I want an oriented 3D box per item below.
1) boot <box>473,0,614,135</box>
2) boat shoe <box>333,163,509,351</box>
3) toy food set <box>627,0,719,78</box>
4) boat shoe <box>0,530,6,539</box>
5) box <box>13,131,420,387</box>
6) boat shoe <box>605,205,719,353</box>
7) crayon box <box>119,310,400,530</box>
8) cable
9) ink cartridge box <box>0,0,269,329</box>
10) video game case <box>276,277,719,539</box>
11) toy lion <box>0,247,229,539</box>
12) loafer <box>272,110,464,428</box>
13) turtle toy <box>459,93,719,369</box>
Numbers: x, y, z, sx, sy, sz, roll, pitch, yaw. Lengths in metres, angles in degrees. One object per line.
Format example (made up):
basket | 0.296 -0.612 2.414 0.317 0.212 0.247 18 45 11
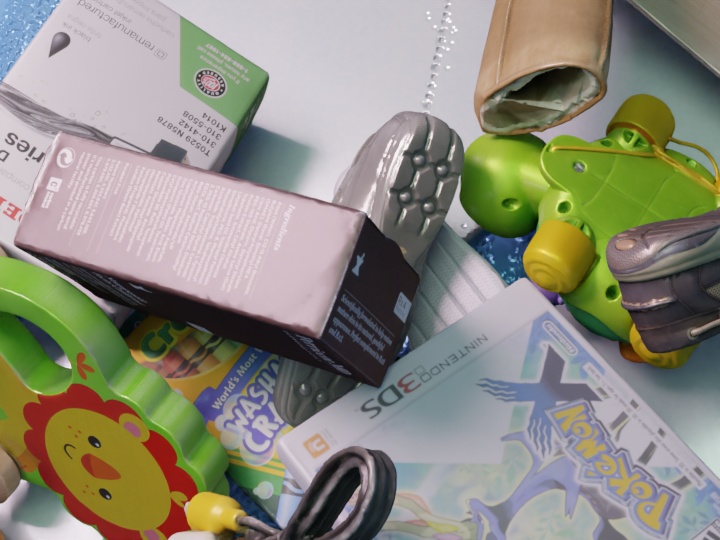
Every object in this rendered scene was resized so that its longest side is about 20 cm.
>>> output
boot | 0.097 -0.176 0.852 0.066 0.175 0.202 26 61 -25
boat shoe | 0.055 0.011 0.845 0.072 0.071 0.201 -35 62 11
toy food set | 0.246 -0.200 0.900 0.200 0.060 0.144 43 82 13
boat shoe | -0.292 0.165 0.870 0.199 0.063 0.073 40 64 18
box | -0.078 -0.006 0.732 0.198 0.100 0.076 14 76 25
boat shoe | 0.223 -0.002 0.737 0.197 0.074 0.074 -13 98 -21
crayon box | -0.070 0.059 0.864 0.199 0.052 0.126 40 82 21
cable | -0.054 0.148 0.686 0.050 0.200 0.098 21 60 -22
ink cartridge box | -0.172 -0.075 0.874 0.145 0.084 0.201 31 67 -5
video game case | 0.084 0.118 0.707 0.181 0.022 0.200 -31 63 -21
toy lion | -0.169 0.086 0.806 0.189 0.202 0.069 11 40 25
loafer | 0.000 0.000 0.802 0.069 0.070 0.202 29 85 -26
turtle toy | 0.150 -0.025 0.818 0.199 0.101 0.146 34 65 8
